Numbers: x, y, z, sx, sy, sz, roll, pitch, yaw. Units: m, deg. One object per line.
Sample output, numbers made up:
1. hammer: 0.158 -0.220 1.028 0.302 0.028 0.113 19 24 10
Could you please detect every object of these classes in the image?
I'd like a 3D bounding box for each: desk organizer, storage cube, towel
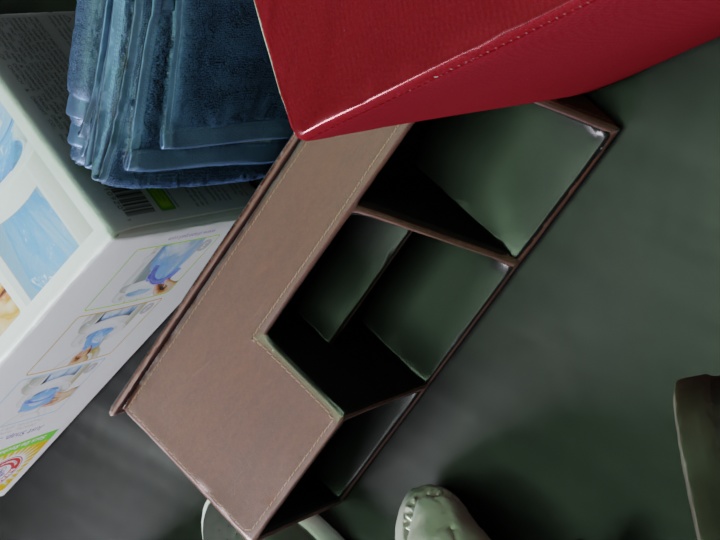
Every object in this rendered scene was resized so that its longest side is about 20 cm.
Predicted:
1. desk organizer: 0.000 0.000 0.798 0.077 0.072 0.200 44 117 17
2. storage cube: 0.070 -0.154 0.663 0.180 0.200 0.171 -22 85 39
3. towel: -0.046 -0.130 0.784 0.048 0.112 0.201 19 106 36

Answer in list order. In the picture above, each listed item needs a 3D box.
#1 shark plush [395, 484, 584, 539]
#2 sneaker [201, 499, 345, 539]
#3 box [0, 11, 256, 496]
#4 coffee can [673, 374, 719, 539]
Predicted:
1. shark plush: 0.061 0.175 0.796 0.200 0.091 0.083 64 165 -4
2. sneaker: -0.028 0.177 0.823 0.071 0.099 0.200 -29 80 34
3. box: -0.154 0.003 0.877 0.200 0.101 0.113 -46 73 28
4. coffee can: 0.201 0.075 0.599 0.200 0.146 0.147 -16 88 12
